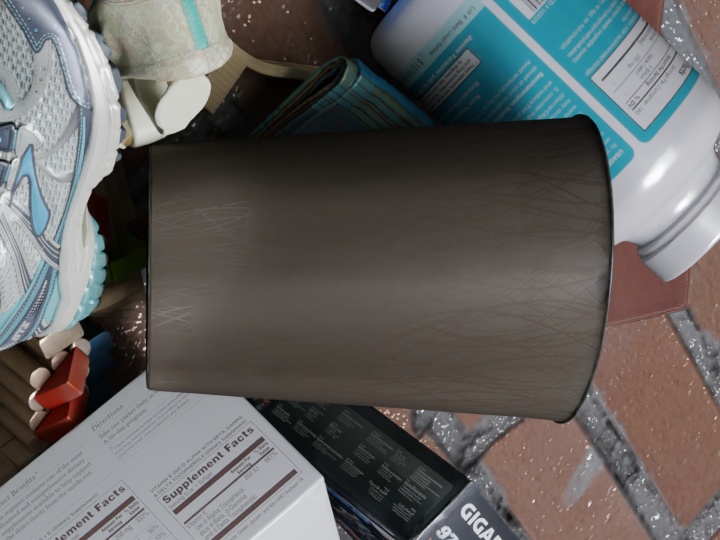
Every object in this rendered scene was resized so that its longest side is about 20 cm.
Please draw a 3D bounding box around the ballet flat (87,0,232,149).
[{"bbox_3d":[-0.102,-0.083,0.833,0.067,0.200,0.063,-24,89,-18],"label":"ballet flat"}]

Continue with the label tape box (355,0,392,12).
[{"bbox_3d":[0.014,-0.199,0.852,0.144,0.066,0.200,-53,142,7],"label":"label tape box"}]

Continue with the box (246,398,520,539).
[{"bbox_3d":[0.026,0.130,0.997,0.046,0.200,0.159,-45,125,-10],"label":"box"}]

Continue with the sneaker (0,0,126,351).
[{"bbox_3d":[-0.153,-0.039,0.799,0.086,0.077,0.201,-32,142,-36],"label":"sneaker"}]

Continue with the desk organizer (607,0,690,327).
[{"bbox_3d":[0.147,-0.072,1.092,0.077,0.072,0.202,-11,113,-34],"label":"desk organizer"}]

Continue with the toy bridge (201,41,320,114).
[{"bbox_3d":[-0.015,-0.068,1.005,0.200,0.027,0.067,40,82,-38],"label":"toy bridge"}]

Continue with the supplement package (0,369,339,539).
[{"bbox_3d":[-0.116,0.164,0.932,0.200,0.111,0.156,-39,151,-17],"label":"supplement package"}]

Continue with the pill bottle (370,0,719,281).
[{"bbox_3d":[0.109,-0.088,0.980,0.200,0.111,0.111,44,78,-3],"label":"pill bottle"}]

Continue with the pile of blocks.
[{"bbox_3d":[-0.138,0.036,0.934,0.082,0.062,0.202,2,106,-36],"label":"pile of blocks"}]

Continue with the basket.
[{"bbox_3d":[0.000,0.000,0.881,0.198,0.181,0.137,0,68,-6],"label":"basket"}]

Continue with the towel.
[{"bbox_3d":[0.004,-0.015,1.006,0.146,0.022,0.200,-40,130,16],"label":"towel"}]
